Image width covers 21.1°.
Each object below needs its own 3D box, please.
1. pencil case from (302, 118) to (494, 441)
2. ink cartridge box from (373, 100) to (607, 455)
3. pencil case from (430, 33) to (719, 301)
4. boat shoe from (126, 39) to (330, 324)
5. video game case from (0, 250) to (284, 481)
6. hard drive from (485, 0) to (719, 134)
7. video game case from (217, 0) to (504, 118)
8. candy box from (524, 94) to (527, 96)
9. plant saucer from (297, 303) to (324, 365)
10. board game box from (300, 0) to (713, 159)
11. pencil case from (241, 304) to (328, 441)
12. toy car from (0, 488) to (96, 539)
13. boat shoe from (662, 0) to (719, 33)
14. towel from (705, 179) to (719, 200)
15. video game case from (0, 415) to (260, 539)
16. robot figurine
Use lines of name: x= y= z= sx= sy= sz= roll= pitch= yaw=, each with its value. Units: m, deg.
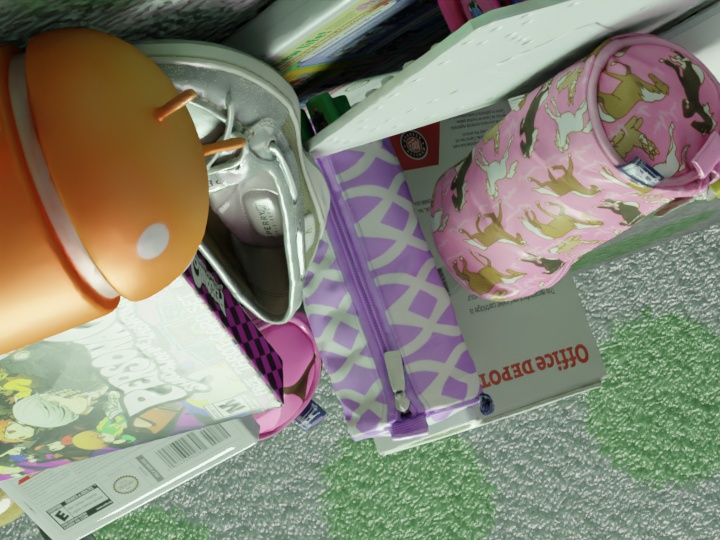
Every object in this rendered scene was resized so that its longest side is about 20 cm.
pencil case: x=0.000 y=0.000 z=1.071 sx=0.084 sy=0.200 sz=0.085 roll=-22 pitch=178 yaw=17
ink cartridge box: x=0.052 y=-0.001 z=1.190 sx=0.084 sy=0.200 sz=0.144 roll=-26 pitch=171 yaw=41
pencil case: x=0.109 y=-0.048 z=1.007 sx=0.083 sy=0.087 sz=0.200 roll=4 pitch=162 yaw=-23
boat shoe: x=-0.062 y=-0.041 z=0.886 sx=0.074 sy=0.065 sz=0.202 roll=-2 pitch=156 yaw=12
video game case: x=-0.156 y=0.029 z=0.959 sx=0.181 sy=0.036 sz=0.200 roll=-15 pitch=143 yaw=13
hard drive: x=0.179 y=-0.098 z=1.057 sx=0.132 sy=0.027 sz=0.200 roll=-2 pitch=166 yaw=-34
video game case: x=0.004 y=-0.111 z=0.927 sx=0.182 sy=0.022 sz=0.200 roll=-15 pitch=173 yaw=-39
candy box: x=0.212 y=-0.129 z=1.254 sx=0.200 sy=0.055 sz=0.115 roll=-22 pitch=175 yaw=12
plant saucer: x=-0.051 y=0.024 z=1.311 sx=0.200 sy=0.050 sz=0.200 roll=1 pitch=-158 yaw=0
board game box: x=0.084 y=-0.114 z=0.911 sx=0.200 sy=0.026 sz=0.200 roll=-19 pitch=175 yaw=-29
pencil case: x=-0.103 y=0.030 z=1.163 sx=0.094 sy=0.091 sz=0.200 roll=-44 pitch=-138 yaw=-16
toy car: x=-0.239 y=0.103 z=1.140 sx=0.164 sy=0.200 sz=0.158 roll=-22 pitch=-178 yaw=15
boat shoe: x=0.207 y=-0.135 z=1.123 sx=0.200 sy=0.071 sz=0.070 roll=-11 pitch=163 yaw=42
towel: x=0.271 y=-0.099 z=1.094 sx=0.200 sy=0.023 sz=0.144 roll=-30 pitch=-178 yaw=13
video game case: x=-0.169 y=0.053 z=1.048 sx=0.143 sy=0.200 sz=0.018 roll=-29 pitch=-152 yaw=20
robot figurine: x=-0.147 y=-0.025 z=0.763 sx=0.200 sy=0.144 sz=0.117 roll=-20 pitch=-147 yaw=7
